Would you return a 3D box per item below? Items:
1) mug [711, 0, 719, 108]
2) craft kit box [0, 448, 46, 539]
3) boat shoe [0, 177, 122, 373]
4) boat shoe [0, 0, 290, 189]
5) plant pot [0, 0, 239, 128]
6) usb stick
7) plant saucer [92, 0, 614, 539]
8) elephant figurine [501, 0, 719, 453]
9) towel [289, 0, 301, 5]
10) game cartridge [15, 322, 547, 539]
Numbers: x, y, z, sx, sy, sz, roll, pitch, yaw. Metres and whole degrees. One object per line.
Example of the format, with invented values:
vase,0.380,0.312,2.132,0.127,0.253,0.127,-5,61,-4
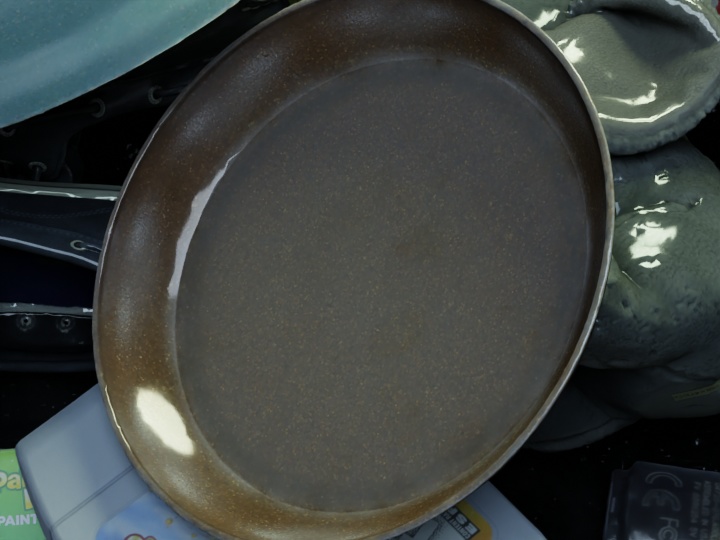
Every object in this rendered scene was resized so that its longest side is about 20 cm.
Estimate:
mug,0.148,-0.157,0.978,0.133,0.177,0.201,-25,71,35
craft kit box,-0.084,0.159,0.939,0.198,0.049,0.199,-3,73,2
boat shoe,-0.155,0.005,0.977,0.198,0.075,0.062,1,37,0
boat shoe,-0.113,-0.060,1.006,0.198,0.075,0.066,-23,100,3
plant pot,-0.132,-0.152,0.949,0.200,0.200,0.135,-29,114,-7
usb stick,0.185,0.105,0.943,0.199,0.033,0.056,8,48,6
plant saucer,0.000,0.000,0.887,0.199,0.032,0.202,-13,65,28
elephant figurine,0.074,-0.047,0.955,0.141,0.155,0.201,-25,58,38
towel,0.009,-0.147,1.053,0.143,0.023,0.201,-29,71,-6
game cartridge,-0.022,0.099,0.902,0.133,0.042,0.200,-35,60,-22
